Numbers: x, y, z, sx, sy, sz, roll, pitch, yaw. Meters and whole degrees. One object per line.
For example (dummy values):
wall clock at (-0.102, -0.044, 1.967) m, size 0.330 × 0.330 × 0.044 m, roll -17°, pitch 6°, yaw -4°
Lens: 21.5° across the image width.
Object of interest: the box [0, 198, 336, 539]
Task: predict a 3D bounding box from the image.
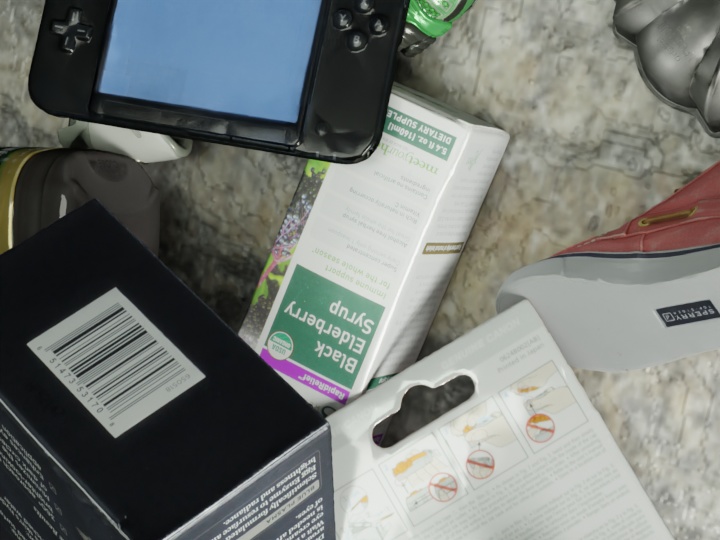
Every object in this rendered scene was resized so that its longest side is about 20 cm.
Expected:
box at (-0.115, 0.107, 0.983) m, size 0.117 × 0.201 × 0.197 m, roll -33°, pitch 57°, yaw -24°

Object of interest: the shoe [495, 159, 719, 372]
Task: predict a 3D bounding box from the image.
shoe at (0.167, -0.007, 0.986) m, size 0.199 × 0.091 × 0.072 m, roll -9°, pitch 126°, yaw 44°

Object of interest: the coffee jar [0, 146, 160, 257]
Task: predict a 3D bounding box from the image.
coffee jar at (-0.217, -0.028, 1.083) m, size 0.199 × 0.104 × 0.086 m, roll 2°, pitch 92°, yaw 27°

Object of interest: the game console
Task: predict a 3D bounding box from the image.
game console at (-0.081, -0.161, 0.958) m, size 0.199 × 0.116 × 0.177 m, roll 10°, pitch 84°, yaw 16°

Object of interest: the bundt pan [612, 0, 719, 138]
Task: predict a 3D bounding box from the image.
bundt pan at (0.213, -0.162, 0.955) m, size 0.200 × 0.076 × 0.204 m, roll 1°, pitch 92°, yaw 18°

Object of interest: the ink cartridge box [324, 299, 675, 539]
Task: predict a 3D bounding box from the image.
ink cartridge box at (0.072, 0.141, 1.004) m, size 0.159 × 0.047 × 0.201 m, roll -30°, pitch 83°, yaw -2°

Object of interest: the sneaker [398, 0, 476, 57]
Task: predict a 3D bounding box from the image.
sneaker at (0.002, -0.220, 1.035) m, size 0.085 × 0.078 × 0.201 m, roll -35°, pitch 90°, yaw 10°

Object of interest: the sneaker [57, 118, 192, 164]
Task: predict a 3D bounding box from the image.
sneaker at (-0.112, -0.158, 1.074) m, size 0.088 × 0.074 × 0.201 m, roll 12°, pitch 106°, yaw 19°

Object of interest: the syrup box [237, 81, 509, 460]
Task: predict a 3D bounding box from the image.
syrup box at (0.000, 0.000, 1.033) m, size 0.078 × 0.081 × 0.201 m, roll 26°, pitch 99°, yaw 18°
